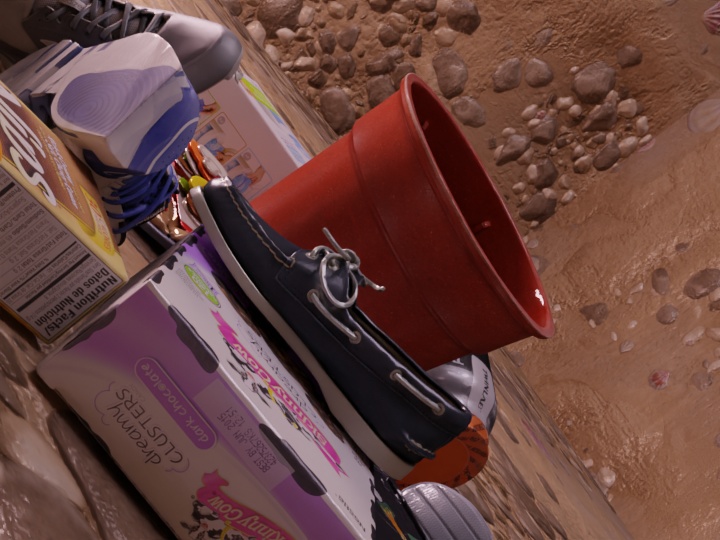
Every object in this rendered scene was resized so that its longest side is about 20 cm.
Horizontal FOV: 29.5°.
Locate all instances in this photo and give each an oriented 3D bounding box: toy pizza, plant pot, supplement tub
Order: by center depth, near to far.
[{"bbox_3d":[0.000,0.000,0.940,0.201,0.195,0.201,55,16,-24],"label":"plant pot"},{"bbox_3d":[-0.144,-0.080,1.039,0.200,0.032,0.200,45,17,-17],"label":"toy pizza"},{"bbox_3d":[0.049,0.081,1.157,0.123,0.122,0.200,47,24,-38],"label":"supplement tub"}]

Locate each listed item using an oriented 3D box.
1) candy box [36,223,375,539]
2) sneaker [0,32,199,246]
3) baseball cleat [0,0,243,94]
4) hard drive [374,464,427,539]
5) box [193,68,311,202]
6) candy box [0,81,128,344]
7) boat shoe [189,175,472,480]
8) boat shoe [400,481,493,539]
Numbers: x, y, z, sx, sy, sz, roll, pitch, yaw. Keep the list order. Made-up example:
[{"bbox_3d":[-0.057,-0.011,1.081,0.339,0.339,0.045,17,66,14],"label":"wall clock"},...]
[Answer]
[{"bbox_3d":[-0.068,0.073,0.712,0.168,0.072,0.200,52,6,-7],"label":"candy box"},{"bbox_3d":[-0.138,-0.072,0.804,0.199,0.081,0.115,18,-33,54],"label":"sneaker"},{"bbox_3d":[-0.171,-0.152,0.863,0.106,0.200,0.070,59,46,-40],"label":"baseball cleat"},{"bbox_3d":[0.009,0.174,0.866,0.140,0.038,0.200,45,9,-50],"label":"hard drive"},{"bbox_3d":[-0.093,-0.072,1.187,0.200,0.101,0.112,54,7,15],"label":"box"},{"bbox_3d":[-0.198,-0.068,0.626,0.200,0.055,0.115,48,7,-37],"label":"candy box"},{"bbox_3d":[-0.017,0.022,0.756,0.200,0.062,0.075,52,7,5],"label":"boat shoe"},{"bbox_3d":[0.073,0.234,0.936,0.200,0.072,0.062,-118,-164,-44],"label":"boat shoe"}]
